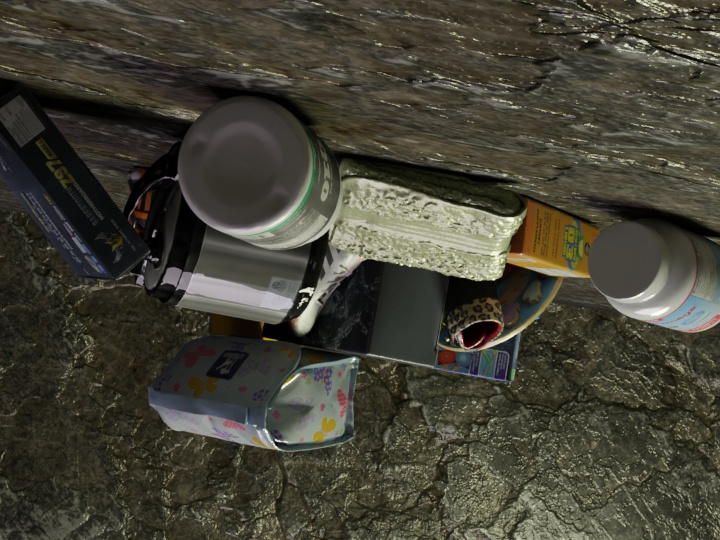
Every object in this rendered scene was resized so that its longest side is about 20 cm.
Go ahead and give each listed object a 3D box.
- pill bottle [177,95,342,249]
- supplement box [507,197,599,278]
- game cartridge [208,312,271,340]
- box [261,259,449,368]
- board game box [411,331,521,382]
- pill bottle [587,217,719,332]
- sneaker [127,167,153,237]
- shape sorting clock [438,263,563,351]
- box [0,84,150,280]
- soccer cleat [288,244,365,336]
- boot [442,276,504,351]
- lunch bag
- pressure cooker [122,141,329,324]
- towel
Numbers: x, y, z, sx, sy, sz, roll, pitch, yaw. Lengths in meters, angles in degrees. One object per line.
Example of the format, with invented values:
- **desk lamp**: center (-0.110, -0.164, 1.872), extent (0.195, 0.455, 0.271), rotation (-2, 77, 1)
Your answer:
- **pill bottle**: center (-0.078, -0.078, 1.208), extent (0.112, 0.114, 0.200), rotation (9, 178, 9)
- **supplement box**: center (0.201, -0.036, 1.580), extent (0.068, 0.067, 0.200), rotation (4, 175, 32)
- **game cartridge**: center (-0.132, -0.018, 1.701), extent (0.032, 0.202, 0.176), rotation (5, 176, 16)
- **box**: center (0.000, 0.000, 1.652), extent (0.117, 0.198, 0.199), rotation (13, 175, -42)
- **board game box**: center (0.150, 0.037, 1.841), extent (0.134, 0.202, 0.034), rotation (9, 177, 13)
- **pill bottle**: center (0.324, 0.003, 1.510), extent (0.108, 0.110, 0.199), rotation (7, 177, 36)
- **sneaker**: center (-0.302, -0.078, 1.966), extent (0.077, 0.113, 0.200), rotation (10, 177, -2)
- **shape sorting clock**: center (0.163, 0.019, 1.738), extent (0.199, 0.200, 0.039), rotation (6, 140, 51)
- **box**: center (-0.301, -0.082, 1.371), extent (0.201, 0.051, 0.157), rotation (55, 162, -16)
- **soccer cleat**: center (-0.032, -0.012, 1.554), extent (0.085, 0.201, 0.069), rotation (21, -161, 17)
- **boot**: center (0.103, 0.029, 1.690), extent (0.073, 0.155, 0.203), rotation (10, 150, -27)
- **lunch bag**: center (-0.120, 0.140, 1.610), extent (0.168, 0.128, 0.199), rotation (5, -176, 33)
- **pressure cooker**: center (-0.146, -0.044, 1.446), extent (0.198, 0.177, 0.178), rotation (10, 180, -19)
- **towel**: center (0.063, -0.049, 1.447), extent (0.198, 0.037, 0.149), rotation (12, 146, -1)
